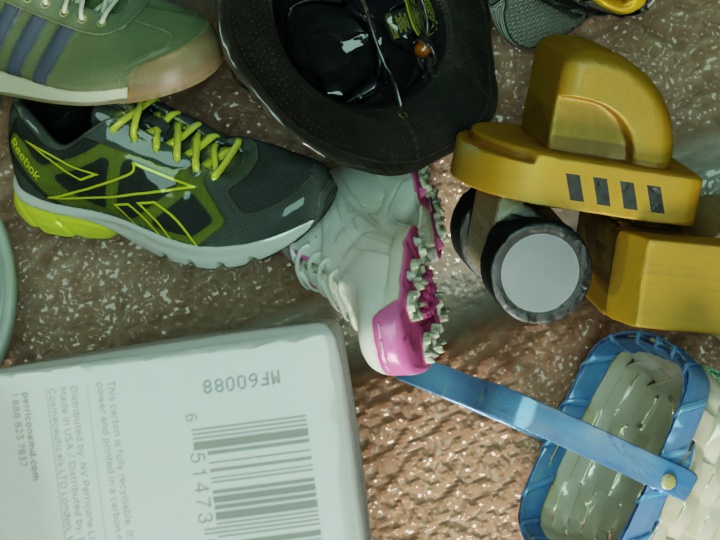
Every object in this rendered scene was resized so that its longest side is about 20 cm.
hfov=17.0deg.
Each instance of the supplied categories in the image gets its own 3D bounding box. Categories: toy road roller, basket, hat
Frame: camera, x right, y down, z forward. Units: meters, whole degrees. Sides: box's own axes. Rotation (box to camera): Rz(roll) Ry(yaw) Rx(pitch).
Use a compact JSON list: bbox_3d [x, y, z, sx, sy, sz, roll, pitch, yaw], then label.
[{"bbox_3d":[0.148,-0.047,1.314,0.200,0.123,0.146,8,103,-10],"label":"toy road roller"},{"bbox_3d":[0.129,0.097,1.316,0.200,0.176,0.139,20,90,-20],"label":"basket"},{"bbox_3d":[-0.019,-0.131,1.340,0.201,0.081,0.201,15,65,-37],"label":"hat"}]

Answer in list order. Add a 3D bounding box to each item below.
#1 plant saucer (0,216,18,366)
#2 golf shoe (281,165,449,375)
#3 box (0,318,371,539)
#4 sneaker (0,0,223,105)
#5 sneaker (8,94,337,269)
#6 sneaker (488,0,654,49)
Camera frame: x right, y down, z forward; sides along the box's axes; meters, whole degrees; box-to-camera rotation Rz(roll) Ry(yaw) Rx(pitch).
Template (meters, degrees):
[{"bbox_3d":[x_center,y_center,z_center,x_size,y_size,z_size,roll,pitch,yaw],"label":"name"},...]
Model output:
[{"bbox_3d":[-0.293,0.012,1.341,0.200,0.050,0.200,-2,76,7],"label":"plant saucer"},{"bbox_3d":[0.000,0.000,1.312,0.091,0.200,0.075,-11,118,8],"label":"golf shoe"},{"bbox_3d":[-0.095,0.136,1.307,0.200,0.171,0.199,-7,90,2],"label":"box"},{"bbox_3d":[-0.174,-0.145,1.307,0.200,0.067,0.090,5,131,31],"label":"sneaker"},{"bbox_3d":[-0.111,-0.057,1.316,0.200,0.074,0.085,4,132,22],"label":"sneaker"},{"bbox_3d":[0.120,-0.169,1.305,0.078,0.200,0.082,11,65,-15],"label":"sneaker"}]
